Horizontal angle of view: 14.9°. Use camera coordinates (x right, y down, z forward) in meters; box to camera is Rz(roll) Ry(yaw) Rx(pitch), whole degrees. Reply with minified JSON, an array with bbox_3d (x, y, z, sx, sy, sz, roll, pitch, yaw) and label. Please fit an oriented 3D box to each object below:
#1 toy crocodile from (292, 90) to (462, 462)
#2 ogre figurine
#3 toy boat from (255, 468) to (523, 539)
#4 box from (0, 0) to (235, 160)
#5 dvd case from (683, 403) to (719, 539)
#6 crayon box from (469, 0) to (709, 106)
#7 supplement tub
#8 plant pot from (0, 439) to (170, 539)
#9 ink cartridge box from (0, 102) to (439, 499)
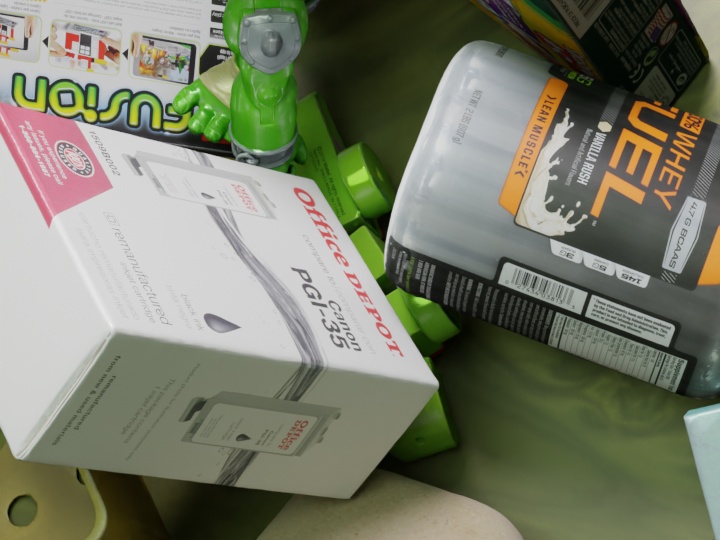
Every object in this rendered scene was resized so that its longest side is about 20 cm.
[{"bbox_3d":[0.000,0.000,1.350,0.067,0.062,0.201,-32,63,10],"label":"toy crocodile"},{"bbox_3d":[-0.049,-0.146,1.328,0.098,0.120,0.201,16,66,2],"label":"ogre figurine"},{"bbox_3d":[-0.006,0.194,1.264,0.130,0.131,0.200,17,40,24],"label":"toy boat"},{"bbox_3d":[-0.149,-0.118,1.380,0.199,0.035,0.111,8,75,-19],"label":"box"},{"bbox_3d":[0.235,0.143,1.203,0.145,0.022,0.201,-14,93,16],"label":"dvd case"},{"bbox_3d":[0.064,-0.160,1.286,0.172,0.200,0.058,39,90,25],"label":"crayon box"},{"bbox_3d":[0.120,-0.018,1.255,0.199,0.123,0.123,20,83,6],"label":"supplement tub"},{"bbox_3d":[-0.201,0.101,1.329,0.199,0.176,0.201,-31,67,11],"label":"plant pot"},{"bbox_3d":[-0.082,0.016,1.228,0.083,0.199,0.147,-51,51,25],"label":"ink cartridge box"}]
